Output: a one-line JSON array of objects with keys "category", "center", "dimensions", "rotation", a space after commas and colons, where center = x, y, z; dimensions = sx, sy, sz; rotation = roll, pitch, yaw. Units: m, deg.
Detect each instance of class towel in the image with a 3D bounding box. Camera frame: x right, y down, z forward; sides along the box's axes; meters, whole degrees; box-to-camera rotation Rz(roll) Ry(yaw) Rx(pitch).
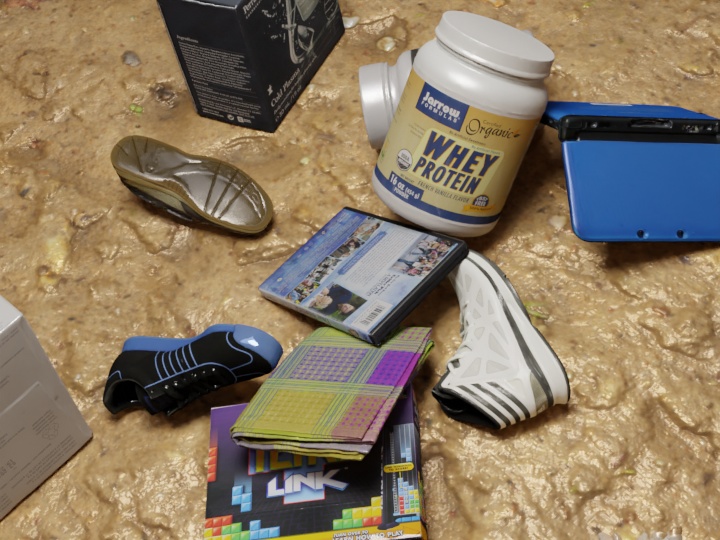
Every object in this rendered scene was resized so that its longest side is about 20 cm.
[{"category": "towel", "center": [-0.023, 0.110, 1.154], "dimensions": [0.143, 0.023, 0.200], "rotation": [0, 28, 23]}]

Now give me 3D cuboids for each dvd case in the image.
[{"category": "dvd case", "center": [0.000, 0.000, 1.276], "dimensions": [0.143, 0.018, 0.200], "rotation": [-44, 35, -21]}]

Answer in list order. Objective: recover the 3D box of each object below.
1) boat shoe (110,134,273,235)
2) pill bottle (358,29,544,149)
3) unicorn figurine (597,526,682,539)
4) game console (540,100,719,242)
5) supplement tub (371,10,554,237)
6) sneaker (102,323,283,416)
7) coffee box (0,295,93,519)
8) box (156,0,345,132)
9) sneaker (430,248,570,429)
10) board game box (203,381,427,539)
[{"category": "boat shoe", "center": [-0.189, -0.092, 1.407], "dimensions": [0.200, 0.065, 0.073], "rotation": [27, 66, 9]}, {"category": "pill bottle", "center": [0.104, -0.200, 1.395], "dimensions": [0.199, 0.114, 0.114], "rotation": [-8, 50, 6]}, {"category": "unicorn figurine", "center": [0.279, 0.285, 0.988], "dimensions": [0.199, 0.074, 0.138], "rotation": [4, 60, 35]}, {"category": "game console", "center": [0.285, -0.107, 1.295], "dimensions": [0.199, 0.119, 0.171], "rotation": [0, 16, -17]}, {"category": "supplement tub", "center": [0.107, -0.152, 1.274], "dimensions": [0.144, 0.201, 0.145], "rotation": [17, 25, -8]}, {"category": "sneaker", "center": [-0.169, 0.106, 1.222], "dimensions": [0.199, 0.070, 0.078], "rotation": [-9, 45, 32]}, {"category": "coffee box", "center": [-0.420, 0.121, 1.195], "dimensions": [0.198, 0.200, 0.200], "rotation": [33, 64, 34]}, {"category": "box", "center": [-0.128, -0.312, 1.488], "dimensions": [0.124, 0.197, 0.200], "rotation": [16, 57, 24]}, {"category": "sneaker", "center": [0.106, 0.068, 1.196], "dimensions": [0.115, 0.076, 0.201], "rotation": [-24, 52, -10]}, {"category": "board game box", "center": [-0.041, 0.196, 1.139], "dimensions": [0.199, 0.057, 0.166], "rotation": [-9, 51, 6]}]
